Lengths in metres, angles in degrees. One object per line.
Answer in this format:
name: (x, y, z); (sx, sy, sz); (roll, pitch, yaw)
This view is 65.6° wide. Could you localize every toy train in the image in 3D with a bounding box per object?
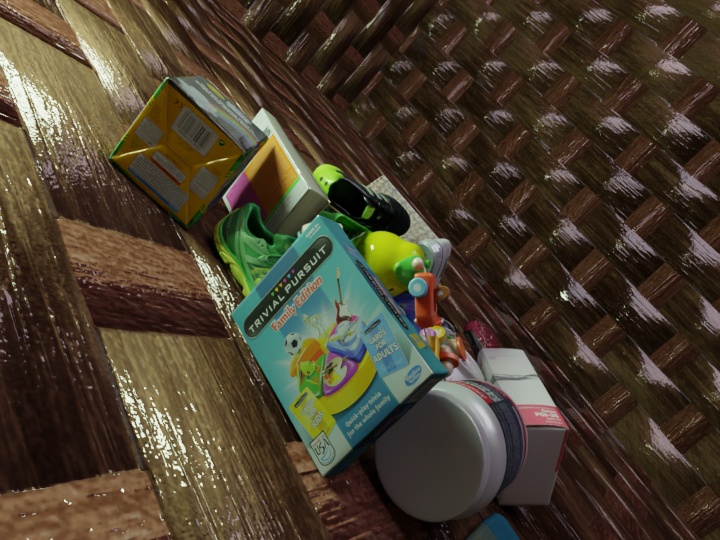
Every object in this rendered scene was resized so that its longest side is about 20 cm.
toy train: (0.106, 0.071, 0.730); (0.200, 0.054, 0.155); (33, 55, -73)

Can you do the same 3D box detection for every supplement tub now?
supplement tub: (0.111, 0.201, 0.648); (0.141, 0.140, 0.199); (52, 15, 24)

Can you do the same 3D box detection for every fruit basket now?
fruit basket: (0.000, 0.000, 0.827); (0.213, 0.158, 0.216); (33, 6, -4)

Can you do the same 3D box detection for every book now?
book: (-0.140, -0.123, 0.804); (0.048, 0.133, 0.202); (26, 26, -51)

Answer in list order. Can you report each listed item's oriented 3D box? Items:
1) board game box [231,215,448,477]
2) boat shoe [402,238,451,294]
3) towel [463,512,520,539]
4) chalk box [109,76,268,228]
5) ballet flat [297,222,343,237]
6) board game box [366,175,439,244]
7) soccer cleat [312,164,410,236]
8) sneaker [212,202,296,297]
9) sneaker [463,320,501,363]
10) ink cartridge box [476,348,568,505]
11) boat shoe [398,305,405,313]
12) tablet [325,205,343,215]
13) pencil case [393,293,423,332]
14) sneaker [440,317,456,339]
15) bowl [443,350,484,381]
board game box: (-0.030, 0.072, 0.565); (0.201, 0.151, 0.047); (52, 17, 25)
boat shoe: (0.094, 0.033, 0.920); (0.066, 0.202, 0.074); (-14, 55, -42)
towel: (0.173, 0.365, 0.638); (0.148, 0.022, 0.199); (53, 17, 25)
chalk box: (-0.210, -0.164, 0.734); (0.124, 0.124, 0.201); (41, 14, -12)
ballet flat: (-0.026, 0.020, 0.713); (0.070, 0.068, 0.203); (-120, -168, -45)
board game box: (0.050, -0.042, 1.037); (0.160, 0.096, 0.201); (51, -16, 18)
soccer cleat: (0.009, -0.092, 0.846); (0.197, 0.068, 0.081); (26, 15, -36)
sneaker: (-0.103, 0.001, 0.677); (0.201, 0.083, 0.074); (51, 15, 12)
sneaker: (0.228, 0.185, 1.016); (0.204, 0.073, 0.081); (65, 24, -19)
ink cartridge box: (0.240, 0.238, 0.881); (0.080, 0.151, 0.201); (2, 25, -4)
boat shoe: (0.030, 0.075, 0.665); (0.201, 0.069, 0.072); (-95, -177, -74)
tablet: (-0.111, -0.125, 0.901); (0.197, 0.014, 0.129); (28, 1, 31)
pencil case: (0.055, 0.109, 0.803); (0.201, 0.084, 0.080); (-63, 137, -63)
sneaker: (0.153, 0.147, 1.032); (0.201, 0.080, 0.077); (52, 8, -9)
bowl: (0.136, 0.172, 0.896); (0.200, 0.094, 0.201); (43, 14, -13)
